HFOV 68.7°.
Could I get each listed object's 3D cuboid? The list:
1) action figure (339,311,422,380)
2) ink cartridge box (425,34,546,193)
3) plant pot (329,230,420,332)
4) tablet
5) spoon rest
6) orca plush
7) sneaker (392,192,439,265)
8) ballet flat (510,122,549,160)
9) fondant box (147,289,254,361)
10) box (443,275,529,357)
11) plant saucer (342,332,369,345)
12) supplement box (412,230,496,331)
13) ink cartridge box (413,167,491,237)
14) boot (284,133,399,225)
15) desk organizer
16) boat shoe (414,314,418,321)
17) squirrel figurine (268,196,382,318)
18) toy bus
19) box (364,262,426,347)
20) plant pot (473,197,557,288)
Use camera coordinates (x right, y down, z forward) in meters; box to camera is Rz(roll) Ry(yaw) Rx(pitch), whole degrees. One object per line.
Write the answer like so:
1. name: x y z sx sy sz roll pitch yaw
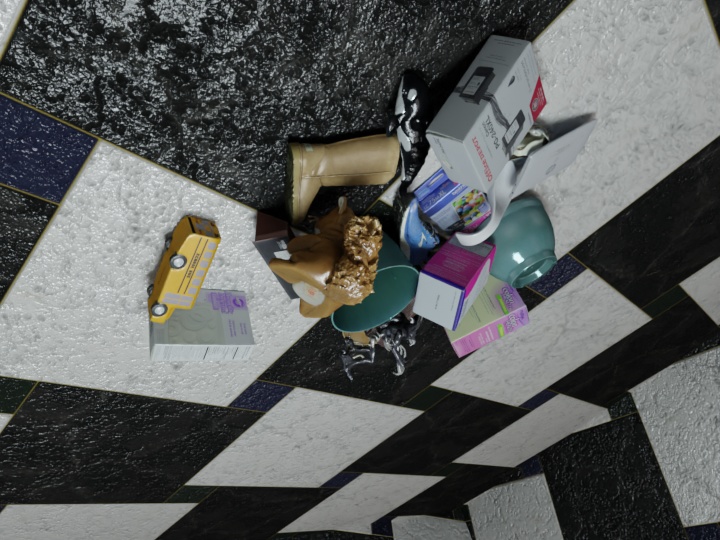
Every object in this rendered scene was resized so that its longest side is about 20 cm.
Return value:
1. action figure: 0.057 0.161 1.144 0.196 0.120 0.103 -24 115 9
2. ink cartridge box: 0.213 -0.255 0.879 0.202 0.083 0.145 -56 142 -6
3. plant pot: 0.000 0.000 1.078 0.197 0.163 0.203 -21 147 -14
4. tablet: 0.391 -0.224 1.070 0.197 0.014 0.131 -29 154 -22
5. spoon rest: 0.270 -0.137 1.076 0.202 0.060 0.099 -58 137 -11
6. orca plush: 0.097 -0.223 0.896 0.104 0.071 0.205 -11 121 -42
7. sneaker: 0.117 -0.087 1.090 0.087 0.080 0.202 -12 143 1
8. ballet flat: 0.276 -0.237 1.013 0.195 0.073 0.073 -16 143 -7
9. fondant box: -0.327 0.109 1.077 0.196 0.146 0.059 6 134 -31
10. box: 0.291 0.084 1.320 0.197 0.178 0.097 -28 142 8
11. plant saucer: 0.042 0.119 1.358 0.195 0.036 0.203 -14 142 -11
12. supplement box: 0.199 0.015 1.097 0.200 0.102 0.103 -41 146 -47
13. ink cartridge box: 0.205 -0.142 1.121 0.119 0.043 0.199 -37 138 19
14. boot: -0.036 -0.162 0.958 0.195 0.067 0.177 -8 142 -19
15. desk organizer: -0.139 -0.032 1.042 0.070 0.079 0.201 -10 144 10
16. boat shoe: 0.117 0.107 1.302 0.200 0.064 0.073 -37 142 21
17. squirrel figurine: -0.033 -0.033 0.918 0.196 0.189 0.143 -3 136 38
18. toy bus: -0.333 0.003 0.977 0.077 0.065 0.203 11 118 -37
19. box: 0.084 0.066 1.222 0.074 0.101 0.201 30 106 -30
20. plant pot: 0.362 -0.047 1.201 0.196 0.136 0.202 -21 152 -12
